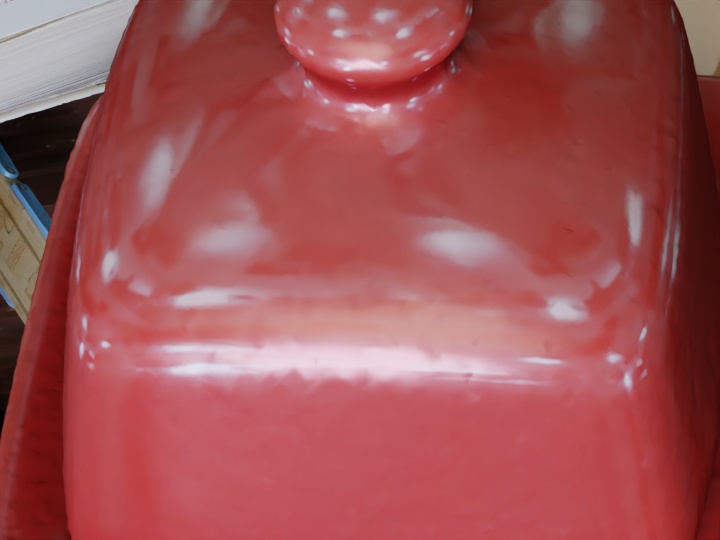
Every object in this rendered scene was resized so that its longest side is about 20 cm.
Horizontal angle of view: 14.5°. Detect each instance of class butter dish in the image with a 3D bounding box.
[{"bbox_3d":[0.008,-0.016,0.671,0.199,0.148,0.201,1,48,8],"label":"butter dish"}]

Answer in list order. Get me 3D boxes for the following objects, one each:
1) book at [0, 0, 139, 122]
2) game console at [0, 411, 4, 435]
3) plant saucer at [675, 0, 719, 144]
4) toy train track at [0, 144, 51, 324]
[{"bbox_3d":[-0.152,-0.130,0.836,0.133,0.048,0.200,-19,64,-18],"label":"book"},{"bbox_3d":[-0.235,0.011,0.911,0.199,0.116,0.176,-26,115,7],"label":"game console"},{"bbox_3d":[0.050,-0.073,0.792,0.199,0.032,0.201,-1,84,8],"label":"plant saucer"},{"bbox_3d":[-0.087,0.001,0.841,0.115,0.032,0.200,-59,44,21],"label":"toy train track"}]
